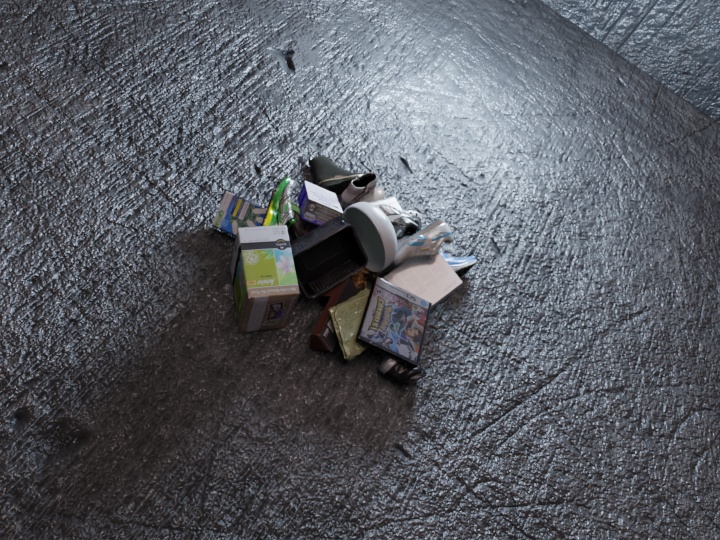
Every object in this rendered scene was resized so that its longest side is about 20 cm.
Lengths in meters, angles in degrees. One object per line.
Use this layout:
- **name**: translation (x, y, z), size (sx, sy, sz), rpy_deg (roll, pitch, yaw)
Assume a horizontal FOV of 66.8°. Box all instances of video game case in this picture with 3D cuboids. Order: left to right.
- **video game case**: translation (0.094, 0.135, 1.468), size (0.178, 0.026, 0.203), rpy_deg (26, 54, -10)

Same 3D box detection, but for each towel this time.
- **towel**: translation (-0.002, 0.141, 1.462), size (0.199, 0.036, 0.151), rpy_deg (-25, 98, -52)

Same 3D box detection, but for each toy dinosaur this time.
- **toy dinosaur**: translation (0.000, 0.000, 1.592), size (0.104, 0.061, 0.203), rpy_deg (11, 58, -12)

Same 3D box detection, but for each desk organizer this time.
- **desk organizer**: translation (-0.082, 0.114, 1.471), size (0.072, 0.076, 0.202), rpy_deg (58, 45, -37)

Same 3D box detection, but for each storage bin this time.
- **storage bin**: translation (-0.095, -0.038, 1.480), size (0.198, 0.094, 0.137), rpy_deg (-30, 117, -8)

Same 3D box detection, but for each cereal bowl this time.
- **cereal bowl**: translation (0.037, -0.102, 1.525), size (0.083, 0.201, 0.201), rpy_deg (-29, 73, -25)

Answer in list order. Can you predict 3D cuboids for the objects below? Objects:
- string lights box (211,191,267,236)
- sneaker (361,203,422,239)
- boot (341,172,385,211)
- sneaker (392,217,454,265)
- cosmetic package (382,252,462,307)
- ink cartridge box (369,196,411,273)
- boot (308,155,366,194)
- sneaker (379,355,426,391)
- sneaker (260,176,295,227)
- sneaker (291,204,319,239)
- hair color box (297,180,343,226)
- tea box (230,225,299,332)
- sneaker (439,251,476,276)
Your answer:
- **string lights box**: translation (-0.303, -0.132, 1.538), size (0.197, 0.059, 0.105), rpy_deg (23, 85, -5)
- **sneaker**: translation (0.096, -0.138, 1.598), size (0.196, 0.067, 0.092), rpy_deg (8, 56, -19)
- **boot**: translation (0.022, -0.247, 1.691), size (0.199, 0.147, 0.070), rpy_deg (-33, 73, -32)
- **sneaker**: translation (0.178, -0.068, 1.562), size (0.198, 0.077, 0.082), rpy_deg (-33, 85, -8)
- **cosmetic package**: translation (0.175, 0.039, 1.595), size (0.198, 0.052, 0.152), rpy_deg (-35, 73, -8)
- **ink cartridge box**: translation (0.081, -0.110, 1.669), size (0.143, 0.088, 0.202), rpy_deg (-18, 70, -28)
- **boot**: translation (-0.061, -0.321, 1.752), size (0.196, 0.078, 0.140), rpy_deg (-10, 60, -25)
- **sneaker**: translation (0.143, 0.238, 1.500), size (0.114, 0.076, 0.200), rpy_deg (44, 56, 1)
- **sneaker**: translation (-0.213, -0.164, 1.493), size (0.084, 0.078, 0.204), rpy_deg (21, 66, -14)
- **sneaker**: translation (-0.146, -0.112, 1.592), size (0.199, 0.077, 0.085), rpy_deg (35, 93, 23)
- **hair color box**: translation (-0.120, -0.190, 1.588), size (0.108, 0.066, 0.201), rpy_deg (21, 17, -17)
- **tea box**: translation (-0.250, 0.024, 1.402), size (0.131, 0.201, 0.200), rpy_deg (-5, 62, -22)
- **sneaker**: translation (0.273, -0.026, 1.694), size (0.196, 0.079, 0.091), rpy_deg (-10, 67, -24)
